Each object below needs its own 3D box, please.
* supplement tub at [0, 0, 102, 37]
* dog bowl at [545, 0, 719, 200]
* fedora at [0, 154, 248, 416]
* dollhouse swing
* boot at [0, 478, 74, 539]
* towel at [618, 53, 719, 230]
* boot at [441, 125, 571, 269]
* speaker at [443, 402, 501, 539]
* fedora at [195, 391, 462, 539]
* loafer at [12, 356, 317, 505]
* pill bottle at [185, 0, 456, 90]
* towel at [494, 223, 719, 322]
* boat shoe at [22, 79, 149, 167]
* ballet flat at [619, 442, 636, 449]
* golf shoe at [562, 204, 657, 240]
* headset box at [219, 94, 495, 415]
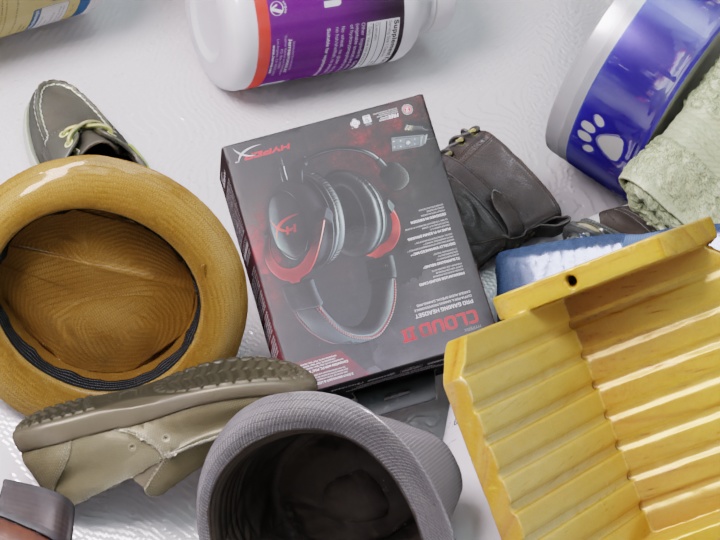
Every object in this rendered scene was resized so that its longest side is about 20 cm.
[{"bbox_3d":[-0.300,-0.242,1.578,0.199,0.145,0.145,-21,57,-28],"label":"supplement tub"},{"bbox_3d":[0.228,-0.154,1.588,0.079,0.201,0.200,35,51,15],"label":"dog bowl"},{"bbox_3d":[-0.175,0.012,1.403,0.198,0.203,0.082,6,12,-8],"label":"fedora"},{"bbox_3d":[0.173,0.089,1.319,0.180,0.176,0.202,-21,87,16],"label":"dollhouse swing"},{"bbox_3d":[-0.277,0.216,1.258,0.187,0.069,0.201,16,55,-9],"label":"boot"},{"bbox_3d":[0.298,-0.050,1.494,0.200,0.036,0.149,41,82,2],"label":"towel"},{"bbox_3d":[0.039,-0.057,1.555,0.200,0.069,0.174,41,52,9],"label":"boot"},{"bbox_3d":[0.081,0.168,1.353,0.080,0.082,0.201,14,47,0],"label":"speaker"},{"bbox_3d":[-0.005,0.147,1.293,0.090,0.199,0.178,-31,92,-53],"label":"fedora"},{"bbox_3d":[-0.121,0.105,1.351,0.198,0.068,0.076,-12,11,4],"label":"loafer"},{"bbox_3d":[-0.030,-0.210,1.636,0.198,0.113,0.113,-13,53,-23],"label":"pill bottle"},{"bbox_3d":[0.193,0.029,1.456,0.198,0.048,0.113,-5,73,22],"label":"towel"},{"bbox_3d":[-0.188,-0.071,1.512,0.072,0.061,0.202,-15,54,-24],"label":"boat shoe"},{"bbox_3d":[0.253,0.142,1.428,0.198,0.075,0.075,12,47,10],"label":"ballet flat"},{"bbox_3d":[0.240,0.017,1.525,0.094,0.078,0.200,-33,64,-34],"label":"golf shoe"},{"bbox_3d":[0.000,0.000,1.430,0.147,0.075,0.202,-14,77,-8],"label":"headset box"}]
